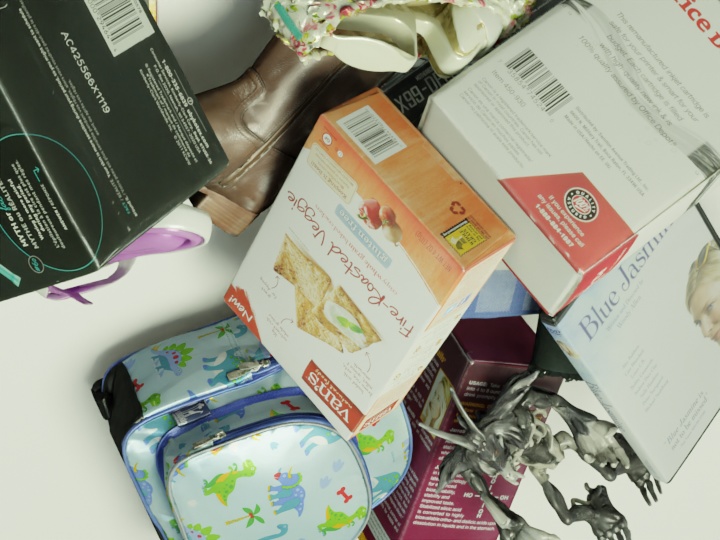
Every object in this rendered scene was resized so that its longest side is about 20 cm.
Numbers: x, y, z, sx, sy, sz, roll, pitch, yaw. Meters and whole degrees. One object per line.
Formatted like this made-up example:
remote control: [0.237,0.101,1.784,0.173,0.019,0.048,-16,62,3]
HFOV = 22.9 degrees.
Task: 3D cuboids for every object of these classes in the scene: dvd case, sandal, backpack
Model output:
dvd case: [0.206,0.036,1.212,0.143,0.018,0.200,-52,131,-15]
sandal: [-0.180,-0.005,1.144,0.202,0.050,0.082,-15,156,42]
backpack: [-0.064,0.127,1.277,0.199,0.147,0.184,-25,127,-10]

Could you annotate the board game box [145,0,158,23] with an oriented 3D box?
board game box: [-0.204,-0.125,1.138,0.151,0.046,0.201,-7,120,-17]

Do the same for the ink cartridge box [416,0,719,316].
ink cartridge box: [0.155,-0.092,1.116,0.200,0.147,0.083,-35,168,-19]

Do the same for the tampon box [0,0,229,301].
tampon box: [-0.207,-0.072,0.999,0.199,0.126,0.150,-15,109,40]

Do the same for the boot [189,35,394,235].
boot: [-0.064,-0.136,1.113,0.200,0.064,0.186,-45,141,8]

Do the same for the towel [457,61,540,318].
towel: [0.114,-0.055,1.234,0.146,0.024,0.201,-2,122,-22]

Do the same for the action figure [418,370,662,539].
action figure: [0.136,0.142,1.255,0.199,0.102,0.119,22,109,-39]

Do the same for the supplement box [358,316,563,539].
supplement box: [0.066,0.128,1.346,0.085,0.110,0.201,8,115,-26]

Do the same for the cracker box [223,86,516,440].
cracker box: [0.000,0.000,1.142,0.058,0.134,0.200,-31,161,-39]

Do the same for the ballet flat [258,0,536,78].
ballet flat: [0.030,-0.146,1.075,0.199,0.064,0.076,-3,149,-32]

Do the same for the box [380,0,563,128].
box: [0.119,-0.127,1.246,0.200,0.050,0.158,-35,124,2]

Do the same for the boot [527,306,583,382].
boot: [0.138,0.002,1.221,0.197,0.073,0.163,-13,123,-24]
